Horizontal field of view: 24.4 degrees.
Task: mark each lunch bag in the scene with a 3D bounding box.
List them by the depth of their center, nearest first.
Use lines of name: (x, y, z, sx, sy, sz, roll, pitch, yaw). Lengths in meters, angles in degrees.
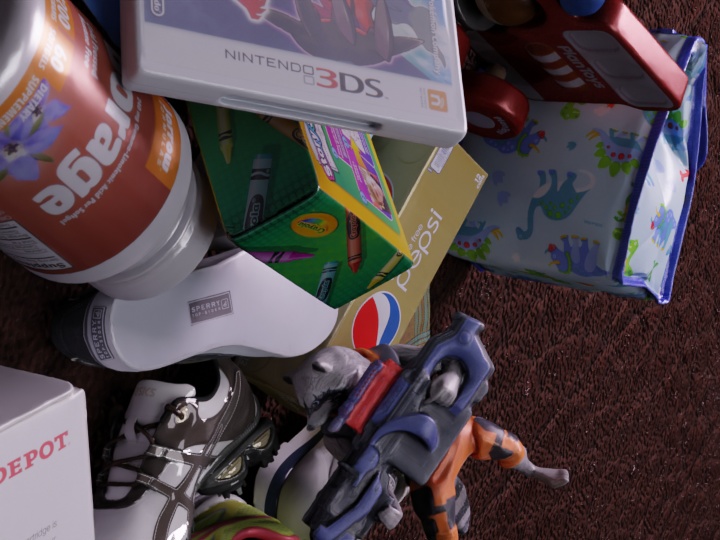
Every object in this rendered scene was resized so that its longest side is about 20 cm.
lunch bag: (0.165, -0.089, 1.270, 0.127, 0.169, 0.201, 19, 82, -59)

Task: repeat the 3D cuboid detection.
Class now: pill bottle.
pill bottle: (-0.151, -0.063, 0.804, 0.200, 0.112, 0.113, 46, 61, -55)

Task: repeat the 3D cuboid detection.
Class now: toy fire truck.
toy fire truck: (0.117, -0.174, 1.147, 0.200, 0.167, 0.113, 39, 66, -44)

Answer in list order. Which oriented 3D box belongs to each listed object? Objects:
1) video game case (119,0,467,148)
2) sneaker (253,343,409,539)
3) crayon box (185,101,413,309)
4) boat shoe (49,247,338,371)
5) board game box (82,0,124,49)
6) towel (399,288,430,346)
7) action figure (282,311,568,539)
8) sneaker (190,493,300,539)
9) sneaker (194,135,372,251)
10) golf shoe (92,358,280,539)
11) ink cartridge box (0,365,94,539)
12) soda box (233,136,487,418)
video game case: (-0.035, -0.168, 0.837, 0.181, 0.023, 0.201, 8, 65, -29)
sneaker: (0.007, 0.123, 1.131, 0.200, 0.080, 0.077, -51, 138, -45)
crayon box: (-0.046, -0.091, 0.918, 0.119, 0.058, 0.201, 36, 31, -57)
boat shoe: (-0.092, 0.021, 0.964, 0.200, 0.056, 0.069, -6, 92, -51)
board game box: (-0.106, -0.183, 0.842, 0.158, 0.039, 0.200, -35, 88, -36)
towel: (0.012, 0.019, 1.196, 0.147, 0.022, 0.201, -33, 128, -50)
action figure: (0.018, 0.128, 1.032, 0.200, 0.105, 0.194, -47, 112, -12)
sneaker: (-0.108, 0.198, 0.989, 0.200, 0.090, 0.078, -43, 135, -44)
sneaker: (-0.035, -0.069, 1.038, 0.200, 0.074, 0.082, -50, 146, -30)
golf shoe: (-0.127, 0.115, 0.958, 0.200, 0.077, 0.095, -49, 129, -50)
ink cartridge box: (-0.205, 0.163, 0.819, 0.147, 0.085, 0.201, -27, 122, -52)
soda box: (0.000, 0.000, 1.089, 0.064, 0.068, 0.201, 41, 75, -48)
